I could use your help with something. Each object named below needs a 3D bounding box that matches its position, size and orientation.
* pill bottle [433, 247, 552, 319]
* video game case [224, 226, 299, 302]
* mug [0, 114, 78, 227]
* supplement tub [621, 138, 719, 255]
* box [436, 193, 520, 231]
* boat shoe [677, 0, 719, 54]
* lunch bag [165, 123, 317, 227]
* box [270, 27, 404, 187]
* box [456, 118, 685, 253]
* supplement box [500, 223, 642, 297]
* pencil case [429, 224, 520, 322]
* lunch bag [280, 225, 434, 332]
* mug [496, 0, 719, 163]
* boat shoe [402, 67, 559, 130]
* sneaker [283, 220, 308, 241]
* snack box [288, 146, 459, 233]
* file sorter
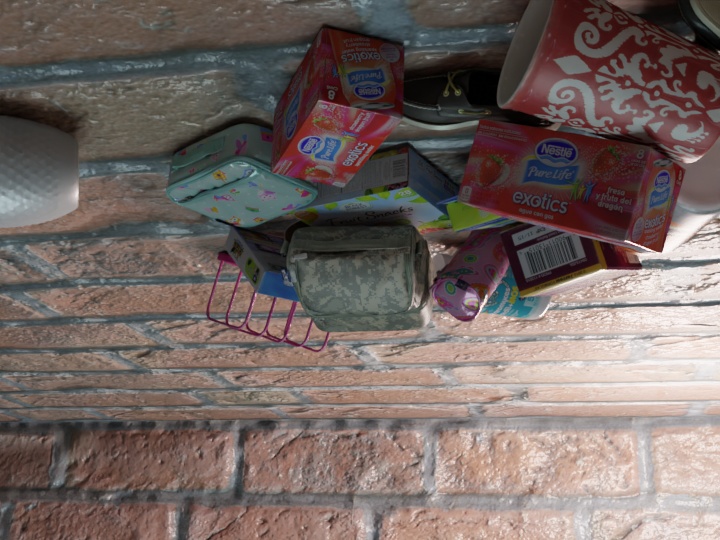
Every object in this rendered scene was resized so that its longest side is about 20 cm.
[{"bbox_3d":[0.221,0.019,1.620,0.200,0.111,0.111,8,160,-17],"label":"pill bottle"},{"bbox_3d":[-0.102,0.001,1.545,0.200,0.045,0.181,14,-162,-30],"label":"video game case"},{"bbox_3d":[-0.462,-0.133,1.245,0.175,0.148,0.200,0,-168,-17],"label":"mug"},{"bbox_3d":[0.407,-0.097,1.254,0.122,0.123,0.200,4,162,-4],"label":"supplement tub"},{"bbox_3d":[0.214,-0.094,1.299,0.200,0.048,0.122,-9,174,-45],"label":"box"},{"bbox_3d":[0.372,-0.227,0.962,0.068,0.072,0.200,-21,152,40],"label":"boat shoe"},{"bbox_3d":[-0.167,-0.126,1.296,0.160,0.077,0.200,19,154,-41],"label":"lunch bag"},{"bbox_3d":[-0.031,-0.182,1.096,0.100,0.096,0.200,10,159,-18],"label":"box"},{"bbox_3d":[0.217,-0.088,0.983,0.200,0.095,0.103,18,-177,39],"label":"box"},{"bbox_3d":[0.312,-0.028,1.386,0.131,0.103,0.200,-22,168,29],"label":"supplement box"},{"bbox_3d":[0.177,-0.016,1.400,0.087,0.200,0.088,22,139,20],"label":"pencil case"},{"bbox_3d":[0.000,0.000,1.363,0.200,0.140,0.168,-1,152,12],"label":"lunch bag"},{"bbox_3d":[0.254,-0.203,0.938,0.200,0.178,0.134,19,132,-6],"label":"mug"},{"bbox_3d":[0.127,-0.199,1.065,0.201,0.072,0.061,6,149,13],"label":"boat shoe"},{"bbox_3d":[-0.021,-0.042,1.527,0.200,0.073,0.085,0,158,3],"label":"sneaker"},{"bbox_3d":[0.021,-0.101,1.364,0.200,0.068,0.169,-10,158,29],"label":"snack box"},{"bbox_3d":[-0.156,0.061,1.701,0.200,0.126,0.139,20,175,-41],"label":"file sorter"}]
